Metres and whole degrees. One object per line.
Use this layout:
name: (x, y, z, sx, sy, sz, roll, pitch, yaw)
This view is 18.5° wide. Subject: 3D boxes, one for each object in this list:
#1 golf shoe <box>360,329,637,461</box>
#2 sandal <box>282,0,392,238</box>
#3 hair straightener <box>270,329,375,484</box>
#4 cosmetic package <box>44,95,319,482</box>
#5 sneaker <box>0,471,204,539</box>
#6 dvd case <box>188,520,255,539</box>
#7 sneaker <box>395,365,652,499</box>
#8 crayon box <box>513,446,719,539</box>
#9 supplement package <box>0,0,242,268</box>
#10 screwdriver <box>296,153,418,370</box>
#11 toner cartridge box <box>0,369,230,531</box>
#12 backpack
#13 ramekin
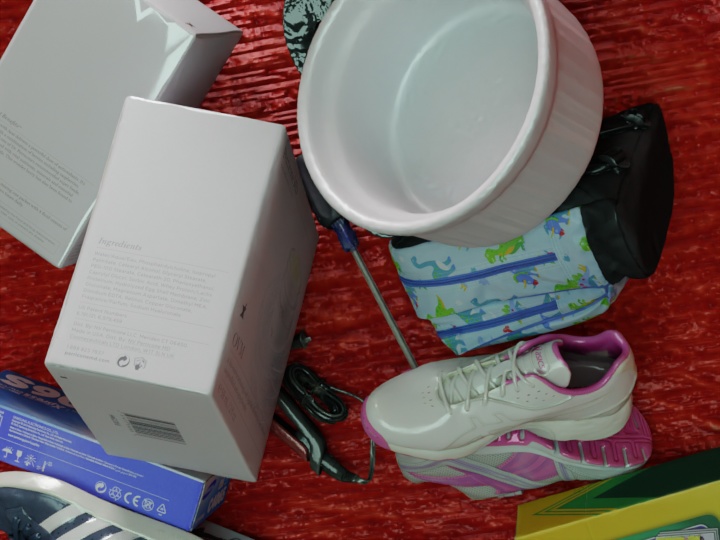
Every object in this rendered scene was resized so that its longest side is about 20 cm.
golf shoe: (0.098, 0.078, 1.535, 0.198, 0.092, 0.076, -8, 58, -12)
sandal: (0.000, -0.121, 1.614, 0.075, 0.048, 0.202, -22, 93, 14)
hair straightener: (-0.060, 0.083, 1.659, 0.200, 0.041, 0.077, 42, 104, 9)
cosmetic package: (-0.117, 0.017, 1.547, 0.122, 0.200, 0.202, 9, 70, 10)
sneaker: (-0.207, 0.214, 1.623, 0.198, 0.075, 0.085, 17, 60, 11)
dvd case: (-0.168, 0.242, 1.665, 0.198, 0.151, 0.025, 20, 144, 10)
sneaker: (0.113, 0.123, 1.616, 0.198, 0.082, 0.089, 7, 143, -4)
crayon box: (0.224, 0.242, 1.592, 0.171, 0.058, 0.201, -17, 109, 15)
supplement package: (-0.197, -0.122, 1.620, 0.121, 0.120, 0.201, 35, 104, 8)
screwdriver: (0.000, 0.000, 1.615, 0.029, 0.028, 0.201, -44, 65, 50)
toner cartridge box: (-0.201, 0.134, 1.673, 0.198, 0.095, 0.044, 19, 102, 8)
backpack: (0.116, -0.023, 1.551, 0.198, 0.164, 0.155, -5, 120, 21)
ramekin: (0.064, -0.112, 1.461, 0.199, 0.097, 0.202, -12, 70, 35)
